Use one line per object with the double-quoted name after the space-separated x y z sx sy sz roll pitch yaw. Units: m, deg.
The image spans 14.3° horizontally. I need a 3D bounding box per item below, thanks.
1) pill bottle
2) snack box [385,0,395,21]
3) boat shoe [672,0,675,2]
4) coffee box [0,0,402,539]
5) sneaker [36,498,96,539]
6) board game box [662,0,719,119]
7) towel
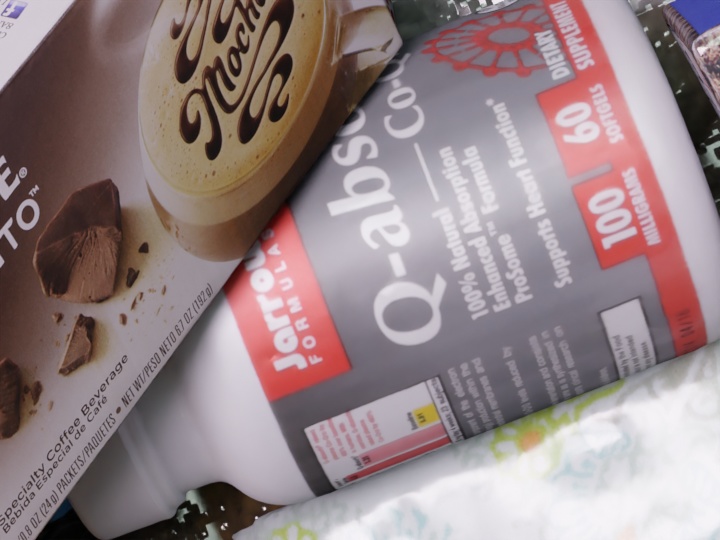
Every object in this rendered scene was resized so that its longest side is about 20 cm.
0.000 0.000 0.841 0.199 0.116 0.116 -22 74 1 "pill bottle"
-0.017 -0.037 0.927 0.071 0.024 0.201 -13 76 10 "snack box"
0.084 -0.155 0.904 0.069 0.071 0.201 -15 66 14 "boat shoe"
-0.087 -0.033 0.747 0.080 0.113 0.200 19 60 34 "coffee box"
-0.161 0.106 0.911 0.200 0.073 0.082 -44 71 2 "sneaker"
0.172 -0.003 0.770 0.097 0.159 0.201 -29 96 7 "board game box"
0.075 0.121 0.861 0.199 0.048 0.172 -22 75 9 "towel"
